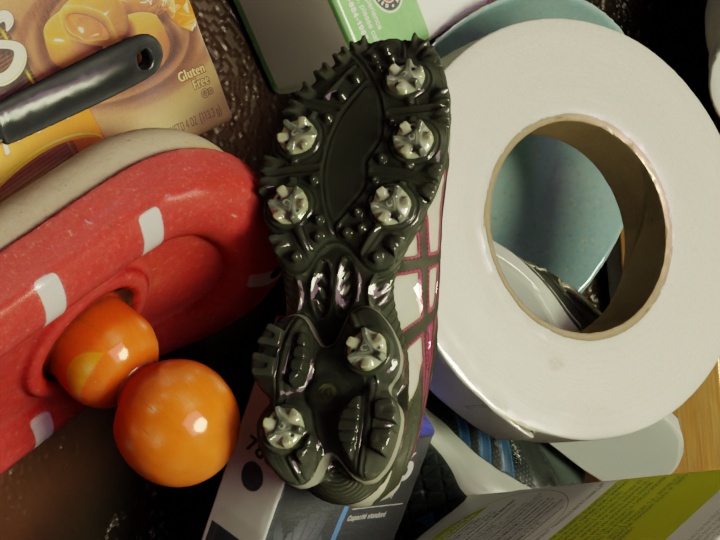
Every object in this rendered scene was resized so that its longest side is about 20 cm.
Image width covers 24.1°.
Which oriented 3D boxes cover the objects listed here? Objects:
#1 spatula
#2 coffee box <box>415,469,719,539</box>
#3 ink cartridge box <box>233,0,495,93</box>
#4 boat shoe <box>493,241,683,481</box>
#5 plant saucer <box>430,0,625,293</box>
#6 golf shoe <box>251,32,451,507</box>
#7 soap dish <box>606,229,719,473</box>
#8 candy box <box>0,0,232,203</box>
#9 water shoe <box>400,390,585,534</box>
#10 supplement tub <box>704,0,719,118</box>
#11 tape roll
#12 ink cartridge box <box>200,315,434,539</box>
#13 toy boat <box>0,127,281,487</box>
[{"bbox_3d":[-0.156,-0.051,0.677,0.200,0.020,0.057,-37,123,-35],"label":"spatula"},{"bbox_3d":[0.092,0.220,0.716,0.200,0.197,0.201,-32,102,-43],"label":"coffee box"},{"bbox_3d":[0.020,-0.198,0.851,0.200,0.087,0.146,-35,108,-32],"label":"ink cartridge box"},{"bbox_3d":[0.088,0.036,0.869,0.200,0.071,0.064,42,25,-24],"label":"boat shoe"},{"bbox_3d":[0.066,-0.051,0.879,0.200,0.039,0.202,-19,123,-31],"label":"plant saucer"},{"bbox_3d":[0.000,0.000,0.710,0.088,0.077,0.201,51,46,-65],"label":"golf shoe"},{"bbox_3d":[0.223,0.024,0.993,0.157,0.081,0.201,-5,91,-37],"label":"soap dish"},{"bbox_3d":[-0.162,-0.081,0.724,0.200,0.055,0.116,-29,104,-34],"label":"candy box"},{"bbox_3d":[0.041,0.090,0.872,0.200,0.071,0.079,38,38,-27],"label":"water shoe"},{"bbox_3d":[0.277,-0.174,0.984,0.140,0.140,0.201,42,47,-27],"label":"supplement tub"},{"bbox_3d":[0.095,-0.018,0.802,0.202,0.037,0.204,4,82,-28],"label":"tape roll"},{"bbox_3d":[-0.026,0.119,0.763,0.099,0.039,0.201,2,110,-50],"label":"ink cartridge box"},{"bbox_3d":[-0.101,0.035,0.696,0.131,0.131,0.200,41,57,16],"label":"toy boat"}]
